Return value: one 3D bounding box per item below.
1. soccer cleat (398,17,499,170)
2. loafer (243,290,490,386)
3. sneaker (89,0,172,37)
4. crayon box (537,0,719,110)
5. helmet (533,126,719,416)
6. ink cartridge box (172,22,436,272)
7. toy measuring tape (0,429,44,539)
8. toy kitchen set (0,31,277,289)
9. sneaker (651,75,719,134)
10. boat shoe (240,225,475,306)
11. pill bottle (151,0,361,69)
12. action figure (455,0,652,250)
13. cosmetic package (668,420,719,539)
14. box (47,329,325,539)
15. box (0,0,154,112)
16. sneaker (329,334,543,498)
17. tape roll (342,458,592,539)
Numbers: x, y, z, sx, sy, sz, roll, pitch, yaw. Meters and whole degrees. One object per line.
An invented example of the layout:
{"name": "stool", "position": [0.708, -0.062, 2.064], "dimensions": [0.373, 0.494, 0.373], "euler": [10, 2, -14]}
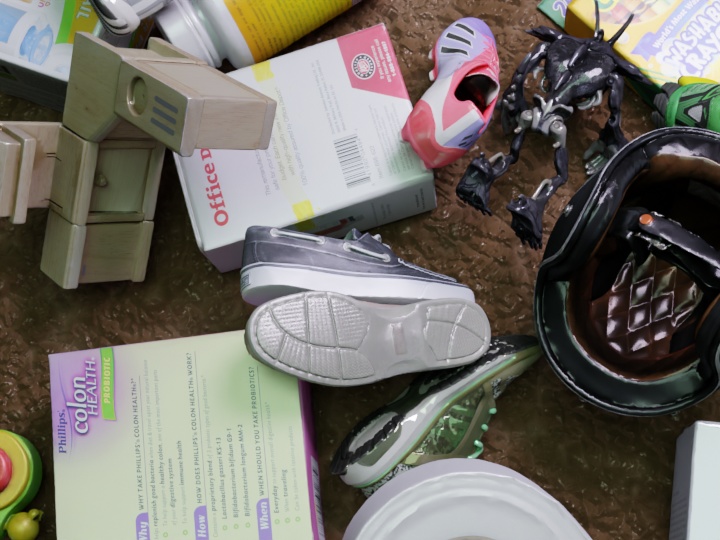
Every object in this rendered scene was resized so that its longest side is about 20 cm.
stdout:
{"name": "soccer cleat", "position": [0.090, -0.154, 1.104], "dimensions": [0.076, 0.200, 0.067], "euler": [-27, 112, 35]}
{"name": "loafer", "position": [0.001, 0.056, 1.046], "dimensions": [0.199, 0.063, 0.072], "euler": [0, 78, -22]}
{"name": "sneaker", "position": [-0.200, -0.298, 1.110], "dimensions": [0.115, 0.075, 0.201], "euler": [-30, 85, -8]}
{"name": "crayon box", "position": [0.265, -0.214, 1.156], "dimensions": [0.126, 0.052, 0.200], "euler": [-45, 76, -7]}
{"name": "helmet", "position": [0.228, 0.008, 1.032], "dimensions": [0.198, 0.191, 0.201], "euler": [3, 55, -5]}
{"name": "ink cartridge box", "position": [-0.051, -0.100, 1.138], "dimensions": [0.199, 0.083, 0.146], "euler": [-17, 74, 1]}
{"name": "toy measuring tape", "position": [-0.317, 0.136, 1.110], "dimensions": [0.073, 0.074, 0.200], "euler": [-38, 76, -5]}
{"name": "toy kitchen set", "position": [-0.196, -0.063, 1.031], "dimensions": [0.180, 0.162, 0.201], "euler": [32, 116, 44]}
{"name": "sneaker", "position": [0.333, -0.104, 1.076], "dimensions": [0.199, 0.085, 0.079], "euler": [5, 101, -24]}
{"name": "boat shoe", "position": [0.000, 0.000, 1.092], "dimensions": [0.199, 0.072, 0.068], "euler": [7, 68, -17]}
{"name": "pill bottle", "position": [-0.080, -0.247, 1.165], "dimensions": [0.199, 0.109, 0.110], "euler": [-32, 75, -4]}
{"name": "action figure", "position": [0.160, -0.123, 1.118], "dimensions": [0.118, 0.102, 0.201], "euler": [30, 75, 17]}
{"name": "cosmetic package", "position": [0.271, 0.221, 1.017], "dimensions": [0.071, 0.101, 0.202], "euler": [6, 77, 6]}
{"name": "box", "position": [-0.135, 0.149, 1.075], "dimensions": [0.198, 0.097, 0.177], "euler": [-7, 75, 2]}
{"name": "box", "position": [-0.242, -0.247, 1.184], "dimensions": [0.112, 0.101, 0.201], "euler": [18, 78, 10]}
{"name": "sneaker", "position": [0.074, 0.127, 1.090], "dimensions": [0.199, 0.077, 0.089], "euler": [-36, 106, -6]}
{"name": "tape roll", "position": [0.079, 0.244, 1.016], "dimensions": [0.201, 0.071, 0.204], "euler": [0, 89, -3]}
